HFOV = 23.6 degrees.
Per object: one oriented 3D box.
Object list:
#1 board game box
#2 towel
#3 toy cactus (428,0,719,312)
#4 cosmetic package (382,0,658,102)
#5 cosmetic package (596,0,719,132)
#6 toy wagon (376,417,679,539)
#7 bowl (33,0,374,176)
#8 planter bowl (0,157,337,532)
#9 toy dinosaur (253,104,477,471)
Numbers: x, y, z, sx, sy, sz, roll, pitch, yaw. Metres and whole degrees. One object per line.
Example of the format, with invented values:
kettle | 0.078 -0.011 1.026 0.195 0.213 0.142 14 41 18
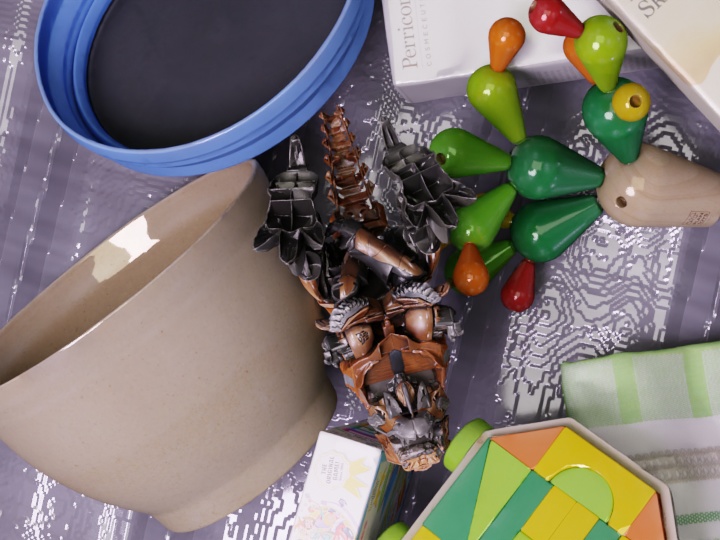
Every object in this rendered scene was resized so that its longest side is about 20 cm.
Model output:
board game box | -0.020 0.182 0.923 0.034 0.134 0.201 17 91 11
towel | 0.190 0.132 0.900 0.149 0.031 0.201 -8 70 -1
toy cactus | 0.118 -0.049 0.911 0.165 0.102 0.200 9 125 -17
cosmetic package | 0.112 -0.157 0.941 0.199 0.074 0.102 -8 86 9
cosmetic package | 0.172 -0.153 0.857 0.105 0.071 0.200 -44 82 8
toy wagon | 0.075 0.175 0.872 0.155 0.040 0.200 35 82 24
bowl | -0.085 -0.140 0.952 0.200 0.039 0.201 -12 57 19
planter bowl | -0.096 0.053 0.927 0.200 0.200 0.135 -35 105 8
toy dinosaur | 0.000 0.000 0.872 0.102 0.136 0.200 -31 58 -12
